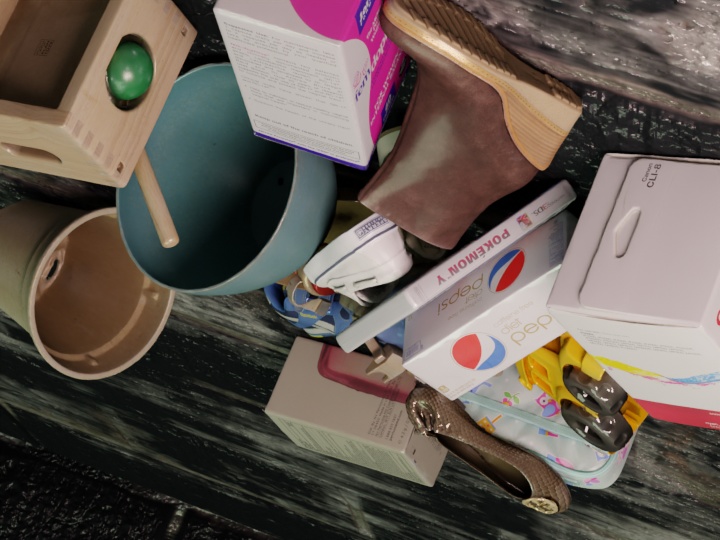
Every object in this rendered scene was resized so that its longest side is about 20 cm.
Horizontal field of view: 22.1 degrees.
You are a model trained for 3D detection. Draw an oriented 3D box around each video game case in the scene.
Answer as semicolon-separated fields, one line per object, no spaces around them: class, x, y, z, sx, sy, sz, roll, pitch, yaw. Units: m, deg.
video game case;0.080;0.000;1.601;0.023;0.182;0.200;55;159;2

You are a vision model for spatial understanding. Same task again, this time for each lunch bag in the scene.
lunch bag;0.186;0.126;1.838;0.199;0.161;0.077;18;162;19

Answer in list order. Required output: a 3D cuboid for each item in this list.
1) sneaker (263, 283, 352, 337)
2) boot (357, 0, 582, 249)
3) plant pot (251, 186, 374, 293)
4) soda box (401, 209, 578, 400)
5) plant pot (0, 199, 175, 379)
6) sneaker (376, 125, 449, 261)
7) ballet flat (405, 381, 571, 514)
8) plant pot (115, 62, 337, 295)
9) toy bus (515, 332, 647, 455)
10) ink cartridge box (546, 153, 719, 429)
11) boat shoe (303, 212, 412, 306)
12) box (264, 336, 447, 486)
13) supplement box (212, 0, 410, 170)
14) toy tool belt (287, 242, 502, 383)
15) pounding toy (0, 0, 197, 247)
sneaker;-0.037;0.028;1.979;0.082;0.074;0.200;33;158;-23
boot;0.052;-0.104;1.372;0.199;0.073;0.166;28;120;-33
plant pot;-0.022;-0.032;1.773;0.198;0.028;0.200;0;155;0
soda box;0.128;0.034;1.613;0.068;0.064;0.200;36;129;-27
plant pot;-0.346;0.002;2.134;0.183;0.201;0.200;22;166;44
sneaker;0.053;-0.044;1.611;0.067;0.090;0.200;-13;155;3
ballet flat;0.121;0.181;1.776;0.200;0.047;0.067;39;143;-17
plant pot;-0.097;-0.068;1.625;0.199;0.202;0.134;9;175;36
toy bus;0.196;0.050;1.701;0.191;0.136;0.200;33;164;23
ink cartridge box;0.269;0.020;1.464;0.144;0.146;0.200;7;156;41
boat shoe;0.000;0.000;1.602;0.066;0.073;0.200;57;170;2
box;0.005;0.173;2.272;0.199;0.110;0.128;15;160;26
supplement box;-0.032;-0.172;1.363;0.103;0.102;0.200;18;162;14
toy tool belt;0.039;0.042;1.738;0.199;0.125;0.123;21;-160;-32
pounding toy;-0.228;-0.145;1.540;0.199;0.185;0.142;12;159;31
